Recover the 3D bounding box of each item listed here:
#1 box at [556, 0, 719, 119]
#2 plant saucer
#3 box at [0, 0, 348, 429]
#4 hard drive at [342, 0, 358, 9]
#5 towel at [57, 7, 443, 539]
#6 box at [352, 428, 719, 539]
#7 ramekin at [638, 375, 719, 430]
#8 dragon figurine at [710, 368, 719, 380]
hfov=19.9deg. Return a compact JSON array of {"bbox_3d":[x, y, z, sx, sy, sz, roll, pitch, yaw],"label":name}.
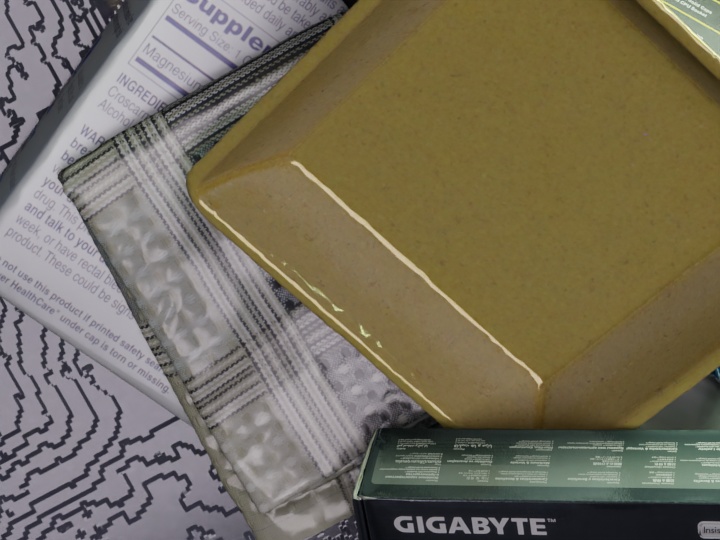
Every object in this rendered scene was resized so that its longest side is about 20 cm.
[{"bbox_3d":[0.182,-0.077,0.867,0.200,0.049,0.160,28,57,-5],"label":"box"},{"bbox_3d":[0.066,-0.034,0.797,0.200,0.048,0.200,42,123,-10],"label":"plant saucer"},{"bbox_3d":[-0.047,-0.039,0.922,0.184,0.105,0.200,36,97,-13],"label":"box"},{"bbox_3d":[0.064,-0.182,0.856,0.200,0.140,0.038,-24,143,-11],"label":"hard drive"},{"bbox_3d":[0.000,0.000,0.865,0.192,0.035,0.200,-29,104,0],"label":"towel"},{"bbox_3d":[0.108,0.138,0.843,0.200,0.046,0.159,0,126,13],"label":"box"},{"bbox_3d":[0.098,0.127,0.971,0.202,0.094,0.203,-1,98,-6],"label":"ramekin"},{"bbox_3d":[0.162,0.031,0.894,0.099,0.059,0.200,17,67,-17],"label":"dragon figurine"}]
